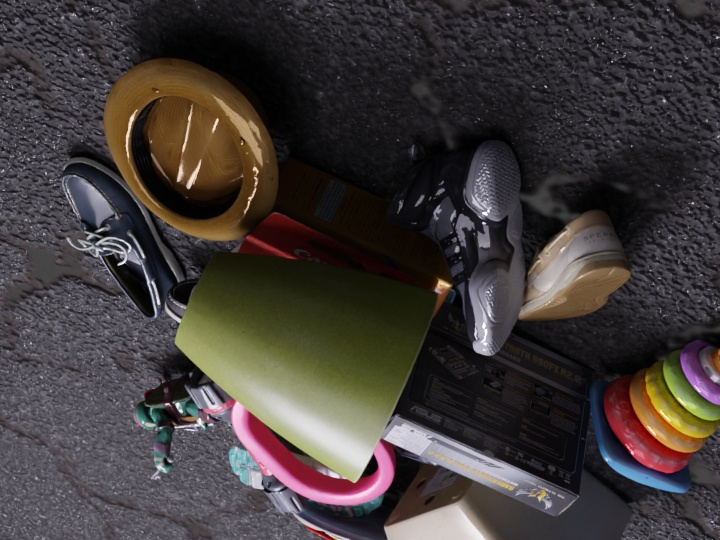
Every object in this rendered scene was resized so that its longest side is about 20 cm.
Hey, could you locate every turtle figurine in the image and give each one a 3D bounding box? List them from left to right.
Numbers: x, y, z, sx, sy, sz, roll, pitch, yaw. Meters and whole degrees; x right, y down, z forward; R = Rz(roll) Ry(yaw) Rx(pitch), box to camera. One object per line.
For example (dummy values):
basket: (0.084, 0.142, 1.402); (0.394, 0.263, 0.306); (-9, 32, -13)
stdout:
turtle figurine: (-0.206, 0.176, 1.521); (0.200, 0.150, 0.101); (-16, 109, 31)

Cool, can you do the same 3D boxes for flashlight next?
flashlight: (-0.117, 0.184, 1.406); (0.068, 0.068, 0.200); (-8, 121, 43)

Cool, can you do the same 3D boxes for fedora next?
fedora: (-0.145, -0.123, 1.196); (0.200, 0.082, 0.201); (17, 133, 20)

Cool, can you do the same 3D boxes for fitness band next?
fitness band: (-0.047, 0.174, 1.338); (0.143, 0.037, 0.200); (-24, 121, 27)

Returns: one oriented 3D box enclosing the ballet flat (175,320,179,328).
ballet flat: (-0.125, 0.103, 1.435); (0.200, 0.068, 0.068); (38, 164, -15)

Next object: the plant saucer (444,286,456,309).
plant saucer: (0.000, 0.000, 1.310); (0.200, 0.019, 0.070); (23, 140, 4)

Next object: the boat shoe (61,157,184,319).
boat shoe: (-0.264, -0.032, 1.376); (0.075, 0.062, 0.200); (-2, 132, 31)

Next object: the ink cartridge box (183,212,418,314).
ink cartridge box: (-0.062, 0.032, 1.239); (0.162, 0.050, 0.200); (26, 149, -19)

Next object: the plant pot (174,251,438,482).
plant pot: (-0.058, 0.065, 1.151); (0.200, 0.187, 0.187); (24, 140, 0)

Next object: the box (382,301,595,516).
box: (0.129, 0.132, 1.261); (0.200, 0.159, 0.048); (25, 138, -9)

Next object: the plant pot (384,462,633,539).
plant pot: (0.149, 0.290, 1.423); (0.177, 0.200, 0.200); (51, 135, -10)

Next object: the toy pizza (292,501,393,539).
toy pizza: (0.007, 0.315, 1.534); (0.200, 0.032, 0.200); (16, -178, -1)

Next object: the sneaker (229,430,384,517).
sneaker: (-0.055, 0.225, 1.518); (0.200, 0.091, 0.078); (16, 130, 23)

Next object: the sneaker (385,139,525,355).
sneaker: (0.087, -0.024, 1.172); (0.114, 0.075, 0.201); (8, 110, 31)

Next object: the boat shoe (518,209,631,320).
boat shoe: (0.192, -0.002, 1.169); (0.074, 0.069, 0.200); (-3, 164, -14)

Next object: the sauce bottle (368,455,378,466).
sauce bottle: (-0.033, 0.165, 1.442); (0.066, 0.066, 0.200); (-5, 145, 31)

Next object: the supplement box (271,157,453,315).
supplement box: (0.001, -0.032, 1.239); (0.200, 0.069, 0.067); (23, 142, -1)

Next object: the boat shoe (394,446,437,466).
boat shoe: (0.024, 0.135, 1.382); (0.200, 0.093, 0.075); (24, 140, 2)

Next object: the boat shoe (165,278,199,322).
boat shoe: (-0.114, 0.033, 1.360); (0.200, 0.074, 0.060); (12, 138, 12)

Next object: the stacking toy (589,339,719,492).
stacking toy: (0.320, 0.111, 1.214); (0.116, 0.110, 0.200); (23, 131, -21)
